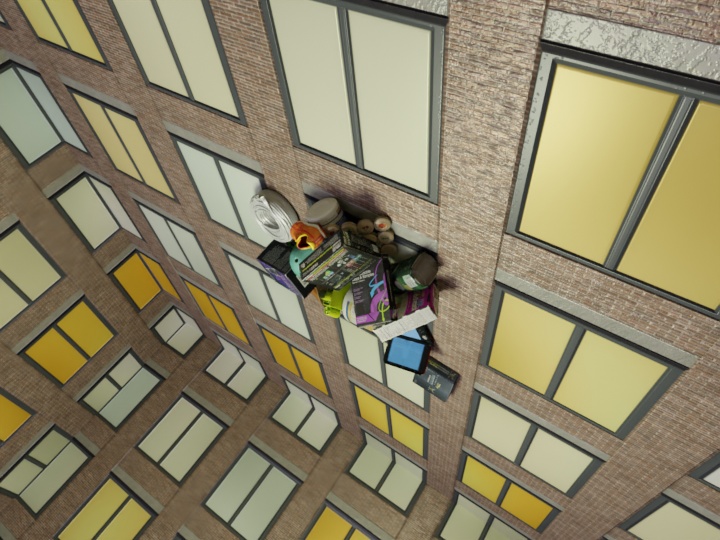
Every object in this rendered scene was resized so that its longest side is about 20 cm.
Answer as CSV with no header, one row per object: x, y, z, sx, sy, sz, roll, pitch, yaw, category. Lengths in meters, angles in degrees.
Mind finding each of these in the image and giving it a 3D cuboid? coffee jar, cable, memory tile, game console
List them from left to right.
-0.305,-0.191,1.823,0.200,0.069,0.199,48,152,-16,cable
0.002,-0.088,1.532,0.198,0.017,0.154,-8,136,9,memory tile
0.150,0.258,1.862,0.199,0.119,0.173,9,140,43,game console
0.137,0.017,1.541,0.085,0.105,0.200,44,153,-13,coffee jar

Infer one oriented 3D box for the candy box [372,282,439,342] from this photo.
0.139,0.122,1.568,0.199,0.137,0.061,-26,116,26,candy box

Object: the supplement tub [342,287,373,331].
0.052,0.136,1.775,0.199,0.145,0.145,20,147,33,supplement tub

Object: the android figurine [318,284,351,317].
-0.070,0.073,1.800,0.041,0.184,0.199,10,173,34,android figurine

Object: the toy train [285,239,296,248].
-0.199,-0.045,1.936,0.200,0.042,0.056,45,142,-9,toy train

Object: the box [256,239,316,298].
-0.264,-0.007,1.905,0.199,0.105,0.148,24,156,44,box

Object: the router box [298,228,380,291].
-0.063,-0.026,1.514,0.149,0.063,0.200,17,137,-42,router box

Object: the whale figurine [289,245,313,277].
-0.161,-0.062,1.716,0.159,0.103,0.200,51,119,23,whale figurine

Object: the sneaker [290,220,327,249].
-0.174,-0.103,1.549,0.073,0.077,0.199,53,162,-21,sneaker

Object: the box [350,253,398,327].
0.035,0.061,1.545,0.142,0.036,0.202,-17,76,42,box

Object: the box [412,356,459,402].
0.286,0.415,1.996,0.157,0.051,0.201,30,150,16,box

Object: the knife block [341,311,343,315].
-0.082,0.088,1.956,0.175,0.064,0.201,-3,130,52,knife block

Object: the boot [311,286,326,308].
-0.198,0.070,2.058,0.155,0.077,0.201,-7,124,52,boot

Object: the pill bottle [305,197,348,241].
-0.078,-0.115,1.604,0.110,0.111,0.201,9,139,44,pill bottle
